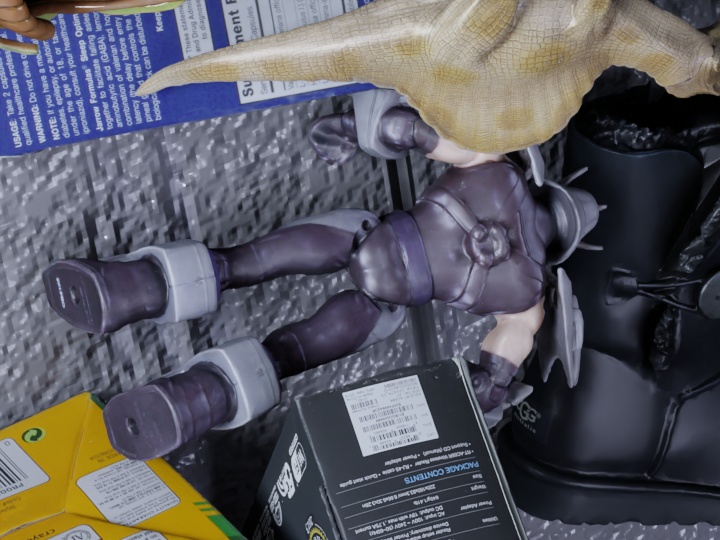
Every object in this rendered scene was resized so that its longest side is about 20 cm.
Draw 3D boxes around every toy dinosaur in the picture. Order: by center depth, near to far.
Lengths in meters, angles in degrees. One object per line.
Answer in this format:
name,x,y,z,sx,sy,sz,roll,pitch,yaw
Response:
toy dinosaur,0.032,-0.079,0.866,0.200,0.058,0.101,-2,122,-7

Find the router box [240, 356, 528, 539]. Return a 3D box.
router box,0.012,0.139,0.958,0.062,0.150,0.200,-14,158,-16

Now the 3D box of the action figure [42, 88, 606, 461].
action figure,0.000,0.000,0.972,0.200,0.069,0.130,-17,86,-25

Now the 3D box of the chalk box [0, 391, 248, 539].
chalk box,-0.102,0.169,0.971,0.125,0.124,0.200,-23,124,-22

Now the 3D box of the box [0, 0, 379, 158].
box,-0.056,-0.104,0.890,0.200,0.032,0.121,-11,122,-3

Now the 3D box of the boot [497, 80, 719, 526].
boot,0.153,0.012,1.092,0.200,0.076,0.168,1,117,-28

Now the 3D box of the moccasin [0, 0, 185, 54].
moccasin,-0.102,-0.098,0.823,0.201,0.078,0.074,-1,121,-6
